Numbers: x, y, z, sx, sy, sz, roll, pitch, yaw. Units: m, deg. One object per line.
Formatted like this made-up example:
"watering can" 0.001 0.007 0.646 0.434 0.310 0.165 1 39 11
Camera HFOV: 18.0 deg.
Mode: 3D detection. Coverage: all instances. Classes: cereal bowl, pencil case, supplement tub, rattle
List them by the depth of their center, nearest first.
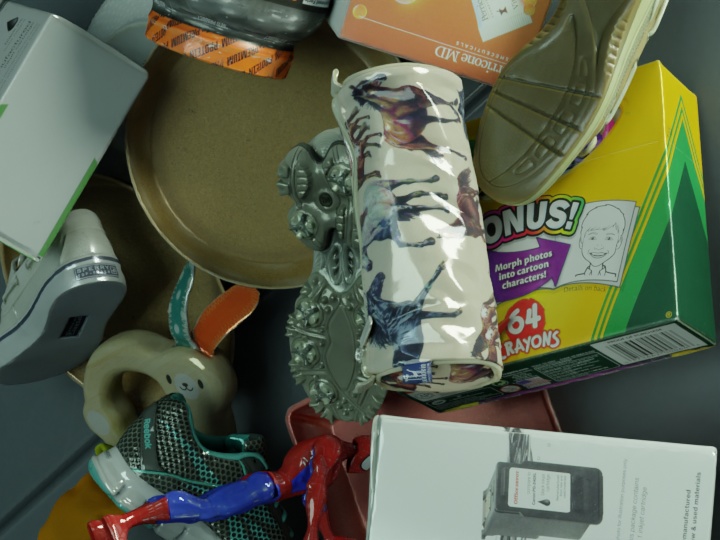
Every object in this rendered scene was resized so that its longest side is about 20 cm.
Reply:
"pencil case" 0.030 -0.025 1.372 0.078 0.089 0.201 144 121 -70
"supplement tub" -0.064 -0.230 1.437 0.122 0.122 0.201 24 102 31
"rattle" -0.152 0.097 1.549 0.130 0.143 0.200 57 142 13
"cereal bowl" -0.128 -0.125 1.599 0.199 0.083 0.201 0 90 32

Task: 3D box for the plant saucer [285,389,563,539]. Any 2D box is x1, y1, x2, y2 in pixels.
"plant saucer" 0.063 0.149 1.502 0.199 0.037 0.201 -27 75 31

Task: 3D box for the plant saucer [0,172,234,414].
"plant saucer" -0.165 0.010 1.613 0.199 0.035 0.201 18 128 24

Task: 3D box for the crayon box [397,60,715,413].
"crayon box" 0.116 -0.018 1.422 0.199 0.058 0.173 -16 63 31

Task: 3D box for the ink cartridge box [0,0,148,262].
"ink cartridge box" -0.240 -0.103 1.547 0.146 0.084 0.200 -60 27 -3

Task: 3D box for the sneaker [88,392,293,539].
"sneaker" -0.081 0.156 1.528 0.091 0.200 0.078 -54 23 0

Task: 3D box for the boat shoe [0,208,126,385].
"boat shoe" -0.217 0.018 1.589 0.200 0.071 0.070 129 130 -58

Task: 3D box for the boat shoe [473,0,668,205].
"boat shoe" 0.138 -0.128 1.390 0.073 0.063 0.201 25 91 31

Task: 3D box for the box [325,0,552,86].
"box" 0.068 -0.229 1.429 0.124 0.098 0.201 16 102 -10

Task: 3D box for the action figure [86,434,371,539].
"action figure" -0.065 0.169 1.471 0.099 0.199 0.065 68 157 0

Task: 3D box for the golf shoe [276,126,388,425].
"golf shoe" 0.000 0.000 1.484 0.078 0.097 0.201 8 115 21

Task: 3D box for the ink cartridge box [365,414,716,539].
"ink cartridge box" 0.109 0.141 1.360 0.199 0.145 0.084 5 82 9

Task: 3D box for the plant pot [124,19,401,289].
"plant pot" -0.059 -0.088 1.528 0.199 0.027 0.201 0 90 -8
